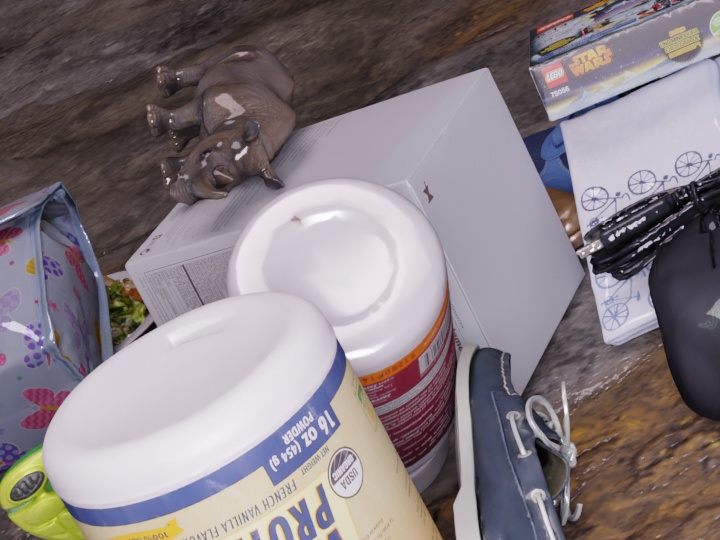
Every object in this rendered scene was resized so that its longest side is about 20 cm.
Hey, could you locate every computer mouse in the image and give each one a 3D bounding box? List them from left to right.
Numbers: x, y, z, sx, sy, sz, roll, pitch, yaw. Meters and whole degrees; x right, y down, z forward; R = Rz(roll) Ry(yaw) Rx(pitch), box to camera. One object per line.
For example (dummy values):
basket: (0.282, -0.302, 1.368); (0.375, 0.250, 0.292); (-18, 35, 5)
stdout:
computer mouse: (0.188, 0.001, 1.222); (0.138, 0.053, 0.200); (-26, 34, 12)

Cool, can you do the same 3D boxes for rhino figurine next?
rhino figurine: (-0.080, -0.084, 1.375); (0.087, 0.060, 0.200); (-14, 23, 4)

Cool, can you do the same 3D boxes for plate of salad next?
plate of salad: (-0.232, 0.047, 1.705); (0.200, 0.048, 0.200); (-24, 22, 10)

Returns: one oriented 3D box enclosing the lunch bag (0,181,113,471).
lunch bag: (-0.270, 0.037, 1.598); (0.169, 0.127, 0.200); (-23, 42, 11)

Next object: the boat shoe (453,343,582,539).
boat shoe: (0.077, 0.101, 1.139); (0.062, 0.075, 0.200); (-8, 28, 5)

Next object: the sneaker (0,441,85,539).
sneaker: (-0.147, 0.106, 1.430); (0.083, 0.074, 0.200); (0, 25, 47)

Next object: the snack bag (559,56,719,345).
snack bag: (0.217, -0.061, 1.333); (0.199, 0.021, 0.189); (-23, 44, 19)

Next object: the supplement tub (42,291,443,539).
supplement tub: (-0.040, 0.127, 1.056); (0.144, 0.200, 0.145); (-24, 22, 10)

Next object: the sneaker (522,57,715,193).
sneaker: (0.168, -0.095, 1.494); (0.200, 0.082, 0.074); (-11, 28, 42)

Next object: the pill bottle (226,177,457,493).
pill bottle: (-0.004, 0.046, 1.194); (0.109, 0.200, 0.110); (-2, 61, 4)

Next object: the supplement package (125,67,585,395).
supplement package: (0.000, 0.000, 1.377); (0.199, 0.151, 0.152); (-16, 22, 30)

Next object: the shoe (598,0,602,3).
shoe: (0.187, -0.184, 1.601); (0.071, 0.091, 0.200); (-20, 7, 21)

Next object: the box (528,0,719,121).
box: (0.201, -0.158, 1.419); (0.199, 0.040, 0.137); (-22, 12, 9)

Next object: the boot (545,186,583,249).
boot: (0.078, -0.045, 1.497); (0.074, 0.076, 0.200); (-36, 23, -27)
